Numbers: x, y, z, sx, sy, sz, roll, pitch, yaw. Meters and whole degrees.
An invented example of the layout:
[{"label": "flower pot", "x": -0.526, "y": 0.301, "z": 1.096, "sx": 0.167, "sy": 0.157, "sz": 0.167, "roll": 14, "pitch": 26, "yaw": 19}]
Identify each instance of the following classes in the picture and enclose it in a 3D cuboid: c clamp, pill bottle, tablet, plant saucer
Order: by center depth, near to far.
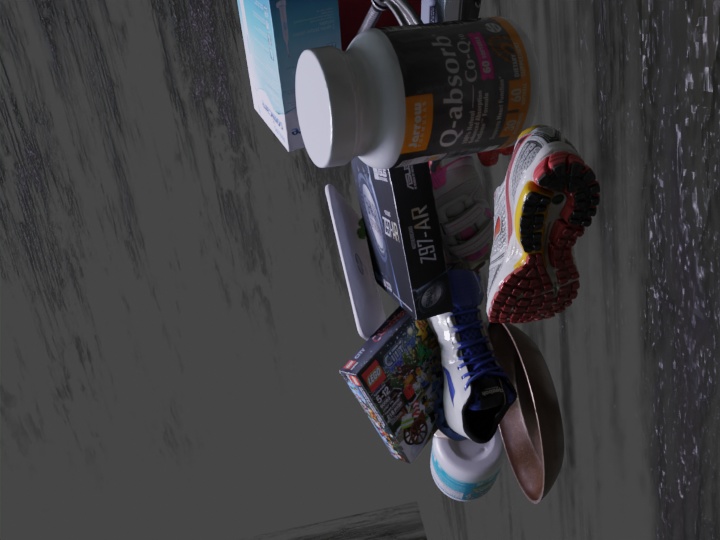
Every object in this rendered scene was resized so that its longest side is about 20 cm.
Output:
[{"label": "pill bottle", "x": 0.048, "y": -0.153, "z": 0.591, "sx": 0.116, "sy": 0.195, "sz": 0.120, "roll": 167, "pitch": 90, "yaw": -70}, {"label": "c clamp", "x": 0.011, "y": -0.235, "z": 0.735, "sx": 0.175, "sy": 0.027, "sz": 0.199, "roll": 66, "pitch": 154, "yaw": 3}, {"label": "plant saucer", "x": 0.186, "y": 0.151, "z": 0.754, "sx": 0.200, "sy": 0.035, "sz": 0.207, "roll": 170, "pitch": 91, "yaw": -88}, {"label": "tablet", "x": 0.000, "y": 0.000, "z": 0.868, "sx": 0.130, "sy": 0.013, "sz": 0.205, "roll": 42, "pitch": -149, "yaw": -65}, {"label": "pill bottle", "x": 0.162, "y": 0.285, "z": 1.031, "sx": 0.202, "sy": 0.107, "sz": 0.113, "roll": 83, "pitch": 176, "yaw": -60}]

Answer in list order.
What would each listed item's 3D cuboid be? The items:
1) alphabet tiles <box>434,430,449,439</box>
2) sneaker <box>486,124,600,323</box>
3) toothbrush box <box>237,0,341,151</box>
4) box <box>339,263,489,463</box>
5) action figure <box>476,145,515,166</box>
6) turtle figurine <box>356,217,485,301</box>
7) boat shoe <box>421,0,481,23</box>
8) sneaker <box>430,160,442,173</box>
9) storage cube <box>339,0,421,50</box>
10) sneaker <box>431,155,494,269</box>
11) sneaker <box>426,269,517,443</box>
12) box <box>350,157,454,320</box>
[{"label": "alphabet tiles", "x": 0.095, "y": 0.136, "z": 0.936, "sx": 0.015, "sy": 0.195, "sz": 0.200, "roll": 47, "pitch": -133, "yaw": -42}, {"label": "sneaker", "x": 0.148, "y": -0.030, "z": 0.571, "sx": 0.203, "sy": 0.075, "sz": 0.084, "roll": 95, "pitch": 171, "yaw": -45}, {"label": "toothbrush box", "x": -0.083, "y": -0.268, "z": 0.790, "sx": 0.147, "sy": 0.083, "sz": 0.205, "roll": -129, "pitch": 28, "yaw": -50}, {"label": "box", "x": 0.080, "y": 0.108, "z": 0.818, "sx": 0.037, "sy": 0.200, "sz": 0.138, "roll": 1, "pitch": 129, "yaw": 54}, {"label": "action figure", "x": 0.125, "y": -0.164, "z": 0.744, "sx": 0.201, "sy": 0.050, "sz": 0.067, "roll": -113, "pitch": 7, "yaw": -60}, {"label": "turtle figurine", "x": 0.071, "y": -0.040, "z": 0.953, "sx": 0.193, "sy": 0.144, "sz": 0.202, "roll": 40, "pitch": -166, "yaw": -34}, {"label": "boat shoe", "x": 0.096, "y": -0.231, "z": 0.697, "sx": 0.070, "sy": 0.064, "sz": 0.207, "roll": 28, "pitch": 121, "yaw": 60}, {"label": "sneaker", "x": 0.106, "y": -0.192, "z": 1.092, "sx": 0.201, "sy": 0.071, "sz": 0.089, "roll": 94, "pitch": 179, "yaw": -66}, {"label": "storage cube", "x": 0.022, "y": -0.383, "z": 0.862, "sx": 0.182, "sy": 0.166, "sz": 0.204, "roll": 82, "pitch": 177, "yaw": -54}, {"label": "sneaker", "x": 0.121, "y": -0.061, "z": 0.781, "sx": 0.199, "sy": 0.080, "sz": 0.090, "roll": 31, "pitch": -146, "yaw": -63}, {"label": "sneaker", "x": 0.129, "y": 0.100, "z": 0.749, "sx": 0.115, "sy": 0.078, "sz": 0.206, "roll": -173, "pitch": 78, "yaw": -74}, {"label": "box", "x": 0.041, "y": -0.050, "z": 0.746, "sx": 0.200, "sy": 0.042, "sz": 0.165, "roll": -135, "pitch": 32, "yaw": -74}]
